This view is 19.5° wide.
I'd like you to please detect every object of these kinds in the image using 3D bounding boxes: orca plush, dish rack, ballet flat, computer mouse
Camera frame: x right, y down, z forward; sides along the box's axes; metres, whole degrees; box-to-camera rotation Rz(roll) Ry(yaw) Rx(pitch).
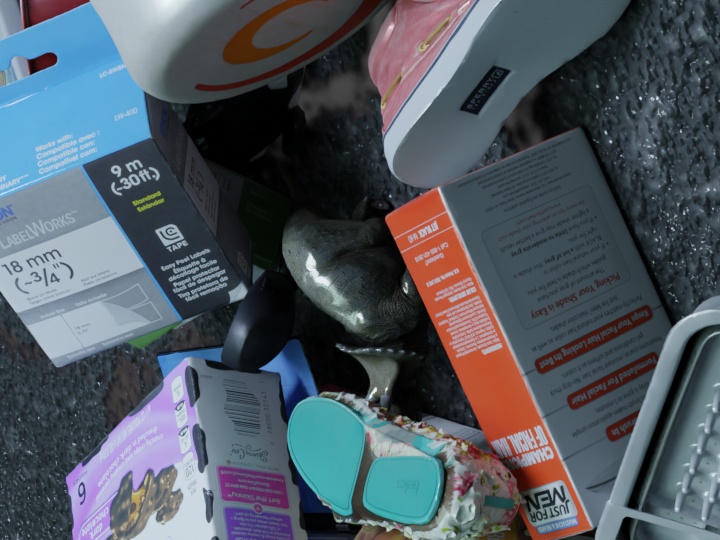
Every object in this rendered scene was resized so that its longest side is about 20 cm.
[{"bbox_3d":[-0.104,-0.108,1.396,0.200,0.071,0.106,-21,92,56],"label":"orca plush"},{"bbox_3d":[0.220,0.100,1.055,0.171,0.044,0.201,18,131,7],"label":"dish rack"},{"bbox_3d":[0.025,0.117,1.194,0.200,0.064,0.076,21,98,61],"label":"ballet flat"},{"bbox_3d":[-0.051,0.022,1.336,0.034,0.200,0.059,22,107,3],"label":"computer mouse"}]

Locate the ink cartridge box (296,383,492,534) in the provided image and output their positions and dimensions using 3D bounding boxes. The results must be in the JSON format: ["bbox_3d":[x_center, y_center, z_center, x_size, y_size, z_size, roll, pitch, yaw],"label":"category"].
[{"bbox_3d":[0.024,0.171,1.379,0.200,0.085,0.146,12,119,48],"label":"ink cartridge box"}]

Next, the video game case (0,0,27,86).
[{"bbox_3d":[-0.274,-0.130,1.597,0.200,0.022,0.183,-116,28,-43],"label":"video game case"}]

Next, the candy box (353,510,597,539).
[{"bbox_3d":[0.091,0.180,1.194,0.199,0.115,0.056,2,115,22],"label":"candy box"}]

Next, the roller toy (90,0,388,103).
[{"bbox_3d":[-0.077,-0.196,1.201,0.140,0.199,0.182,61,149,13],"label":"roller toy"}]

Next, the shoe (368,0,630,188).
[{"bbox_3d":[0.071,-0.142,1.138,0.200,0.071,0.091,-49,39,34],"label":"shoe"}]

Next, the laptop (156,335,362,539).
[{"bbox_3d":[-0.096,0.162,1.366,0.116,0.200,0.187,41,154,-24],"label":"laptop"}]

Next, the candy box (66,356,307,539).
[{"bbox_3d":[-0.106,0.183,1.301,0.168,0.071,0.201,-43,47,41],"label":"candy box"}]

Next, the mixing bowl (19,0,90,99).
[{"bbox_3d":[-0.158,-0.184,1.359,0.200,0.108,0.201,177,90,-87],"label":"mixing bowl"}]

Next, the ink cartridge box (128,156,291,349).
[{"bbox_3d":[-0.144,-0.015,1.449,0.200,0.104,0.060,-29,41,54],"label":"ink cartridge box"}]

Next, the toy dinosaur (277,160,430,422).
[{"bbox_3d":[0.000,0.000,1.292,0.200,0.102,0.077,55,144,15],"label":"toy dinosaur"}]

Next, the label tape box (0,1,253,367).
[{"bbox_3d":[-0.173,-0.049,1.290,0.063,0.144,0.200,-90,-25,-53],"label":"label tape box"}]

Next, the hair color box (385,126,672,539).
[{"bbox_3d":[0.109,0.035,1.159,0.064,0.111,0.201,-28,86,57],"label":"hair color box"}]
